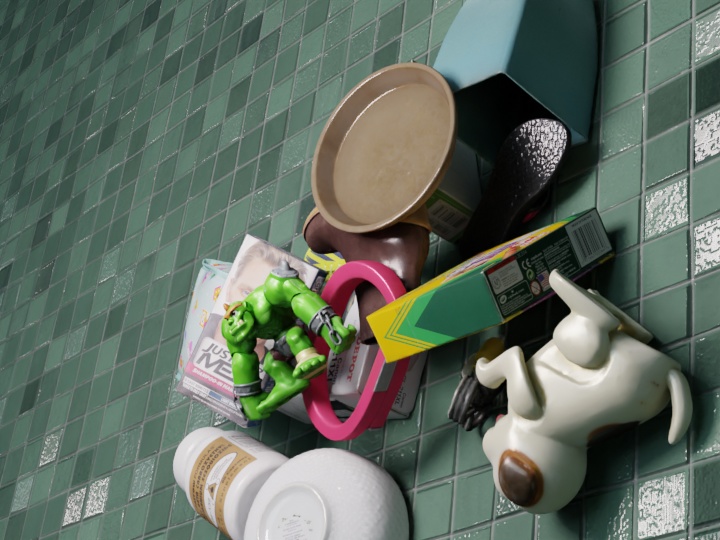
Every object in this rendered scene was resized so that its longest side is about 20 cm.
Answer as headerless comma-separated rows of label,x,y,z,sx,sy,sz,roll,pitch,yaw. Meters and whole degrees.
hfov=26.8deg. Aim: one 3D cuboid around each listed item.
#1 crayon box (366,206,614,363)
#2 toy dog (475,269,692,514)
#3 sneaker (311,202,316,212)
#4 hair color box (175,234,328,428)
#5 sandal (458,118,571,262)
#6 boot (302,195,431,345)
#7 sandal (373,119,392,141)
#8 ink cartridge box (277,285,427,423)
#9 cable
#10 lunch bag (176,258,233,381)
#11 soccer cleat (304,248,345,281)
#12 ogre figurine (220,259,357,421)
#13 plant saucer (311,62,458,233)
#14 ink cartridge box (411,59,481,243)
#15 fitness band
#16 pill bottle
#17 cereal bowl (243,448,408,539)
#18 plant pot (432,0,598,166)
crayon box,0.131,0.014,1.518,0.172,0.199,0.059,-21,94,46
toy dog,0.197,0.133,1.402,0.193,0.139,0.201,40,101,21
sneaker,-0.009,-0.117,1.922,0.201,0.076,0.084,-52,34,12
hair color box,-0.126,0.070,1.753,0.202,0.099,0.060,-65,-11,1
sandal,0.173,-0.084,1.654,0.075,0.045,0.201,51,126,33
boot,0.000,0.000,1.668,0.199,0.072,0.169,-21,60,47
sandal,0.031,-0.152,1.709,0.081,0.054,0.200,-58,32,4
ink cartridge box,-0.015,0.094,1.761,0.199,0.082,0.148,-11,57,52
cable,0.104,0.125,1.511,0.050,0.200,0.098,31,107,14
lunch bag,-0.150,0.082,1.882,0.200,0.120,0.173,-159,81,-72
soccer cleat,-0.010,-0.007,1.849,0.199,0.064,0.085,-16,56,49
ogre figurine,-0.091,0.074,1.637,0.121,0.097,0.200,59,153,12
plant saucer,0.029,-0.130,1.634,0.198,0.029,0.202,-21,54,33
ink cartridge box,0.083,-0.141,1.778,0.059,0.103,0.202,-37,40,33
fitness band,-0.006,0.086,1.617,0.144,0.037,0.202,50,128,44
pill bottle,-0.146,0.255,1.799,0.199,0.114,0.115,19,82,58
cereal bowl,-0.050,0.283,1.618,0.198,0.083,0.203,-16,61,30
plant pot,0.180,-0.246,1.693,0.141,0.141,0.202,-17,48,49
